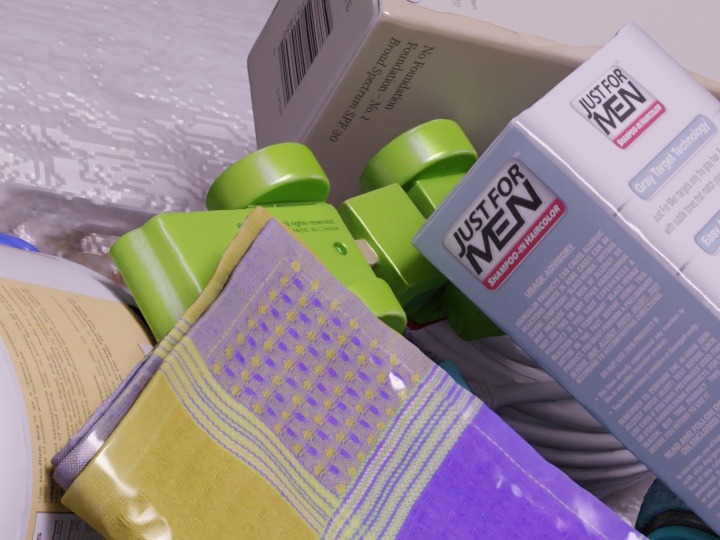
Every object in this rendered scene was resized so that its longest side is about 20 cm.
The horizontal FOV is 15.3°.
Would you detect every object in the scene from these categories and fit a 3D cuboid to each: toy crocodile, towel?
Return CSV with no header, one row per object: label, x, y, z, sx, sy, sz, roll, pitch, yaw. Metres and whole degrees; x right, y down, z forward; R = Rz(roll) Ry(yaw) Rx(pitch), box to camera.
toy crocodile,0.000,0.000,0.846,0.200,0.062,0.068,-11,61,-49
towel,0.018,0.079,0.720,0.200,0.023,0.144,42,35,-1

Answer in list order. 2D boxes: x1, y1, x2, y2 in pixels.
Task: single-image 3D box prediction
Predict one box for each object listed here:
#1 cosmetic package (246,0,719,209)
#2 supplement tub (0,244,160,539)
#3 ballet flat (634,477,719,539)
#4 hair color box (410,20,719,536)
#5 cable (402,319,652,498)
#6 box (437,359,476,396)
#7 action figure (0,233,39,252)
cosmetic package,0.071,-0.062,0.935,0.199,0.104,0.073,11,49,-22
supplement tub,-0.136,0.058,0.726,0.146,0.145,0.200,51,11,17
ballet flat,0.184,0.117,0.881,0.200,0.074,0.074,37,44,-5
hair color box,0.122,0.023,0.828,0.200,0.061,0.099,44,35,4
cable,0.054,-0.003,0.999,0.199,0.069,0.201,10,48,-24
box,0.036,0.128,0.801,0.082,0.049,0.200,-29,51,3
action figure,-0.129,-0.017,0.887,0.199,0.099,0.065,23,44,-8
